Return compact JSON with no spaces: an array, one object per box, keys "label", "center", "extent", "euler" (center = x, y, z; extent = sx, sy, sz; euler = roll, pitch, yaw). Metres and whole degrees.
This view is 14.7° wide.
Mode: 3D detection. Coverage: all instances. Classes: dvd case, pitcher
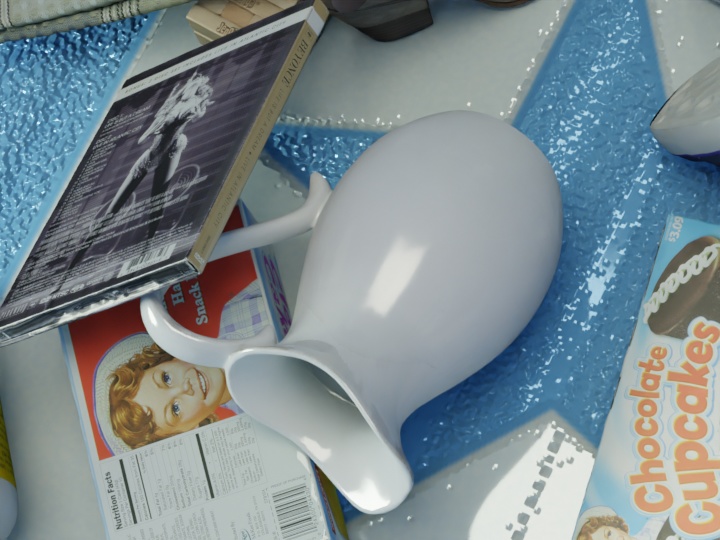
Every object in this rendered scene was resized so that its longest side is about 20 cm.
[{"label":"dvd case","center":[-0.103,-0.052,1.446],"extent":[0.148,0.016,0.201],"euler":[-20,34,38]},{"label":"pitcher","center":[0.000,0.000,1.415],"extent":[0.171,0.121,0.200],"euler":[32,57,6]}]

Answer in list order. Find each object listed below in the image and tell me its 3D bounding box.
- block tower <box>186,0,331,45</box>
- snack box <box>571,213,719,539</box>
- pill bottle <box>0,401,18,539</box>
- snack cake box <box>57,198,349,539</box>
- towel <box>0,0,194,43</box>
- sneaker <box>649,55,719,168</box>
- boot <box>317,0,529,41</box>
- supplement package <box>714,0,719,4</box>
[{"label":"block tower","center":[-0.019,-0.201,1.558],"extent":[0.058,0.054,0.201],"euler":[29,77,20]},{"label":"snack box","center":[0.185,0.079,1.415],"extent":[0.115,0.037,0.201],"euler":[13,73,17]},{"label":"pill bottle","center":[-0.241,0.091,1.460],"extent":[0.112,0.113,0.201],"euler":[-16,67,5]},{"label":"snack cake box","center":[-0.085,0.076,1.458],"extent":[0.114,0.067,0.201],"euler":[-18,66,7]},{"label":"towel","center":[-0.123,-0.228,1.568],"extent":[0.199,0.035,0.194],"euler":[-11,58,22]},{"label":"sneaker","center":[0.253,-0.049,1.429],"extent":[0.147,0.200,0.081],"euler":[52,56,-18]},{"label":"boot","center":[0.054,-0.196,1.490],"extent":[0.199,0.146,0.070],"euler":[-33,64,-2]},{"label":"supplement package","center":[0.272,-0.179,1.431],"extent":[0.199,0.156,0.111],"euler":[32,77,22]}]
